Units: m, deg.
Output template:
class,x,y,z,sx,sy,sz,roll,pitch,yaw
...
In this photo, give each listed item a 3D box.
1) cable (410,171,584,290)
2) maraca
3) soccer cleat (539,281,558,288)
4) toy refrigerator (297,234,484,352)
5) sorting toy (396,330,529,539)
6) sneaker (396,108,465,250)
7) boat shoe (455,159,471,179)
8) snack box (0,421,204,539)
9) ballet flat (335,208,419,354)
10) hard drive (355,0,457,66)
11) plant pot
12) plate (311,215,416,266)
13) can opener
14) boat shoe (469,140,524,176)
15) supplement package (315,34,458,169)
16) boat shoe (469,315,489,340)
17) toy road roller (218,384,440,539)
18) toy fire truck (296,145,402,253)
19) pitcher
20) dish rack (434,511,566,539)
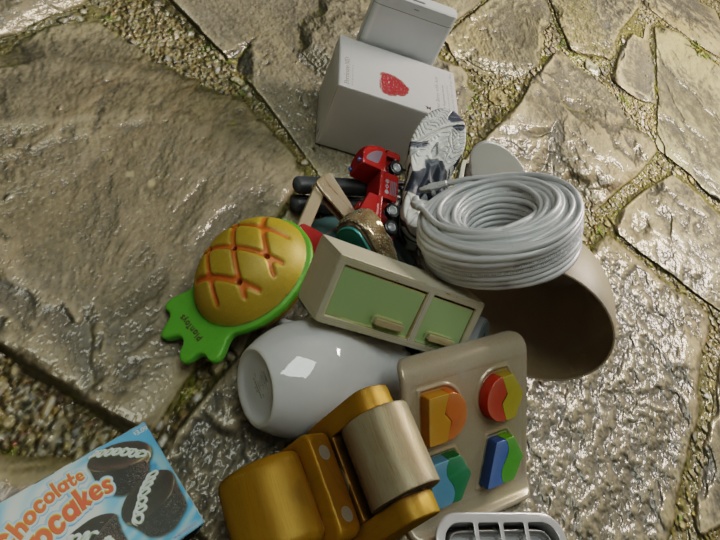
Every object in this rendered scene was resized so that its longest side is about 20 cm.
class,x,y,z,sx,sy,sz,roll,pitch,yaw
cable,0.162,-0.049,0.777,0.194,0.071,0.202,-11,31,4
maraca,-0.139,0.019,0.753,0.200,0.108,0.136,-44,52,-13
soccer cleat,0.229,0.000,0.980,0.197,0.070,0.078,33,53,9
toy refrigerator,0.038,0.034,0.736,0.196,0.077,0.070,19,13,-30
sorting toy,0.125,0.185,0.745,0.181,0.036,0.206,-9,98,-31
sneaker,0.094,-0.120,0.949,0.077,0.130,0.204,10,69,-4
boat shoe,0.158,-0.086,0.956,0.059,0.073,0.204,11,45,5
snack box,-0.254,0.238,0.589,0.198,0.037,0.117,-28,71,-37
ballet flat,0.038,0.010,0.824,0.066,0.069,0.203,-50,123,-44
hard drive,0.052,-0.341,1.050,0.129,0.201,0.027,11,51,-17
plant pot,0.242,0.025,0.871,0.198,0.201,0.136,32,50,1
plate,0.000,0.000,0.894,0.195,0.026,0.204,13,52,-16
can opener,-0.012,-0.113,0.965,0.195,0.055,0.067,-1,24,-25
boat shoe,0.221,-0.102,0.938,0.199,0.072,0.069,42,9,-13
supplement package,0.039,-0.255,1.035,0.195,0.120,0.124,12,52,-16
boat shoe,0.101,0.141,0.819,0.065,0.075,0.202,11,52,26
toy road roller,-0.038,0.206,0.612,0.144,0.200,0.125,6,50,-48
toy fire truck,-0.019,-0.083,0.873,0.138,0.049,0.205,17,65,-23
pitcher,-0.044,0.095,0.748,0.196,0.122,0.174,-4,52,-39
dish rack,0.156,0.363,0.690,0.167,0.044,0.204,8,53,-21
